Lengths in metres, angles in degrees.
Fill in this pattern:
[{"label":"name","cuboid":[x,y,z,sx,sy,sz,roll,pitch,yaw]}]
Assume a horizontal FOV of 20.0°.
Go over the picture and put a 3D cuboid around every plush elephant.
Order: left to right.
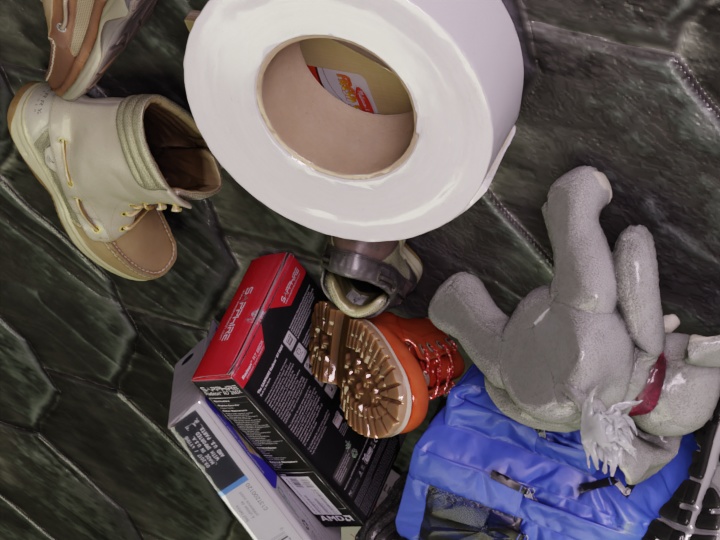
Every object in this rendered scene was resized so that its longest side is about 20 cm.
[{"label":"plush elephant","cuboid":[0.172,0.053,1.331,0.154,0.201,0.165,11,131,-41]}]

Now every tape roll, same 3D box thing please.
[{"label":"tape roll","cuboid":[-0.003,-0.116,1.240,0.201,0.071,0.203,13,132,15]}]

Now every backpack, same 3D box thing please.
[{"label":"backpack","cuboid":[0.148,0.151,1.490,0.199,0.163,0.168,25,132,15]}]

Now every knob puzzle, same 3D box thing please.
[{"label":"knob puzzle","cuboid":[-0.002,-0.104,1.357,0.219,0.031,0.220,22,152,13]}]

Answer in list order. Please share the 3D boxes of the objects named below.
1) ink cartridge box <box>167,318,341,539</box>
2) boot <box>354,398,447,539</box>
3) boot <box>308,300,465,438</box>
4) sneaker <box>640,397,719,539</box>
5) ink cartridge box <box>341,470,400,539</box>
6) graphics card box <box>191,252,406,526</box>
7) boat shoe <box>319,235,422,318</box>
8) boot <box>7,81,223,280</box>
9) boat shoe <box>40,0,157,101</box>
[{"label":"ink cartridge box","cuboid":[-0.084,0.156,1.686,0.198,0.043,0.200,54,-170,-15]},{"label":"boot","cuboid":[0.090,0.225,1.668,0.079,0.158,0.211,-6,135,49]},{"label":"boot","cuboid":[0.034,0.069,1.484,0.107,0.075,0.200,6,-166,-15]},{"label":"sneaker","cuboid":[0.260,0.172,1.393,0.090,0.201,0.078,29,177,-25]},{"label":"ink cartridge box","cuboid":[0.024,0.243,1.860,0.117,0.067,0.200,38,152,-15]},{"label":"graphics card box","cuboid":[-0.041,0.098,1.624,0.051,0.126,0.200,-8,135,39]},{"label":"boat shoe","cuboid":[0.001,0.000,1.446,0.071,0.066,0.201,22,167,7]},{"label":"boot","cuboid":[-0.162,-0.060,1.543,0.154,0.072,0.200,6,141,39]},{"label":"boat shoe","cuboid":[-0.178,-0.186,1.361,0.072,0.076,0.200,37,143,-4]}]
